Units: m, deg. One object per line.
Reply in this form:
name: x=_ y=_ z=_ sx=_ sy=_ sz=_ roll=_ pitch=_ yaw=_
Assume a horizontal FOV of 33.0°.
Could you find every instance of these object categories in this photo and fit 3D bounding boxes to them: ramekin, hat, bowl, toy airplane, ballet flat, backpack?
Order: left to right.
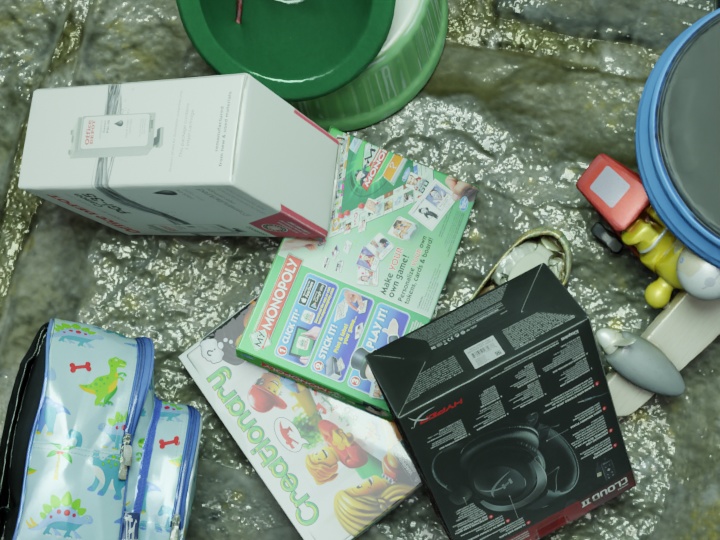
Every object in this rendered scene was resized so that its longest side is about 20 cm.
backpack: x=-0.198 y=0.146 z=0.913 sx=0.145 sy=0.183 sz=0.203 roll=9 pitch=77 yaw=-17
hat: x=-0.057 y=-0.255 z=0.946 sx=0.163 sy=0.177 sz=0.203 roll=-5 pitch=117 yaw=2
ramekin: x=-0.027 y=-0.224 z=0.995 sx=0.197 sy=0.098 sz=0.203 roll=-1 pitch=80 yaw=5
ballet flat: x=0.100 y=0.046 z=0.939 sx=0.070 sy=0.071 sz=0.201 roll=35 pitch=75 yaw=10
toy airplane: x=0.264 y=0.007 z=0.907 sx=0.196 sy=0.141 sz=0.203 roll=-3 pitch=92 yaw=12
bowl: x=0.289 y=-0.094 z=0.829 sx=0.197 sy=0.039 sz=0.204 roll=-1 pitch=81 yaw=6

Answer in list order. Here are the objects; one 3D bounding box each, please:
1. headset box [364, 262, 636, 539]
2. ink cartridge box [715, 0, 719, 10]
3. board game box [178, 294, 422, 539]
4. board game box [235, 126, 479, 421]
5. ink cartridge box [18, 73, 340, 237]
headset box: x=0.109 y=0.118 z=0.888 sx=0.147 sy=0.201 sz=0.077 roll=-27 pitch=38 yaw=-3
ink cartridge box: x=0.327 y=-0.229 z=0.941 sx=0.083 sy=0.145 sz=0.203 roll=2 pitch=80 yaw=6
board game box: x=-0.038 y=0.112 z=0.972 sx=0.126 sy=0.035 sz=0.201 roll=-37 pitch=79 yaw=-3
board game box: x=0.000 y=0.000 z=0.965 sx=0.133 sy=0.029 sz=0.202 roll=22 pitch=72 yaw=2
ink cartridge box: x=-0.136 y=-0.082 z=0.928 sx=0.197 sy=0.146 sz=0.084 roll=1 pitch=77 yaw=28
